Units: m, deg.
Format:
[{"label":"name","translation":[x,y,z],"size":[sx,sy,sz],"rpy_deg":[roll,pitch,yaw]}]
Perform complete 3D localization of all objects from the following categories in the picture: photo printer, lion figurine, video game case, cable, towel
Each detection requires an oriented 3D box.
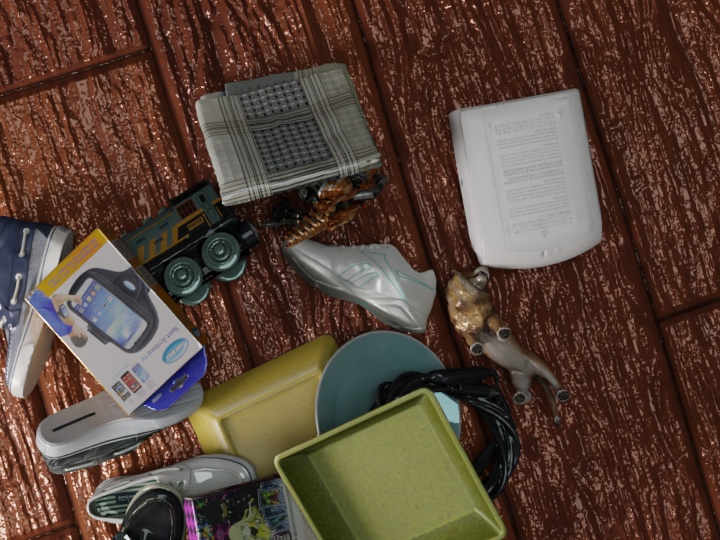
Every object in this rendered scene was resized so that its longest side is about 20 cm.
[{"label":"photo printer","translation":[0.202,-0.105,1.543],"size":[0.164,0.069,0.203],"rpy_deg":[-11,90,-6]},{"label":"lion figurine","translation":[0.171,0.092,1.530],"size":[0.072,0.123,0.201],"rpy_deg":[-34,108,5]},{"label":"video game case","translation":[-0.096,0.333,1.438],"size":[0.179,0.036,0.203],"rpy_deg":[-10,89,-30]},{"label":"cable","translation":[0.092,0.198,1.501],"size":[0.197,0.051,0.166],"rpy_deg":[-4,85,-25]},{"label":"towel","translation":[-0.086,-0.166,1.474],"size":[0.190,0.035,0.201],"rpy_deg":[-15,45,-6]}]

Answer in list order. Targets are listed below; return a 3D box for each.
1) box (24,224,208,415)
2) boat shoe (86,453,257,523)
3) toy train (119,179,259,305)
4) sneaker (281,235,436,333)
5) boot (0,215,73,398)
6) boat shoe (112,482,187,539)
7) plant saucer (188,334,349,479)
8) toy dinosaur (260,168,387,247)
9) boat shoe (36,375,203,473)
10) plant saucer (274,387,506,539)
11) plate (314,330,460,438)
[{"label":"box","translation":[-0.264,0.064,1.430],"size":[0.119,0.041,0.200],"rpy_deg":[-41,91,8]},{"label":"boat shoe","translation":[-0.217,0.261,1.469],"size":[0.197,0.067,0.075],"rpy_deg":[-14,93,9]},{"label":"toy train","translation":[-0.218,-0.016,1.497],"size":[0.199,0.085,0.115],"rpy_deg":[-32,78,-3]},{"label":"sneaker","translation":[0.000,0.000,1.527],"size":[0.198,0.070,0.081],"rpy_deg":[27,77,-11]},{"label":"boot","translation":[-0.399,0.040,1.484],"size":[0.089,0.073,0.203],"rpy_deg":[12,79,2]},{"label":"boat shoe","translation":[-0.249,0.325,1.437],"size":[0.074,0.066,0.201],"rpy_deg":[27,121,-7]},{"label":"plant saucer","translation":[-0.082,0.207,1.517],"size":[0.198,0.048,0.202],"rpy_deg":[-24,91,-5]},{"label":"toy dinosaur","translation":[-0.044,-0.092,1.472],"size":[0.134,0.200,0.104],"rpy_deg":[6,103,20]},{"label":"boat shoe","translation":[-0.277,0.176,1.488],"size":[0.197,0.071,0.072],"rpy_deg":[-16,50,-18]},{"label":"plant saucer","translation":[0.035,0.241,1.428],"size":[0.198,0.048,0.202],"rpy_deg":[-25,106,14]},{"label":"plate","translation":[0.030,0.172,1.514],"size":[0.198,0.025,0.203],"rpy_deg":[6,77,-27]}]
